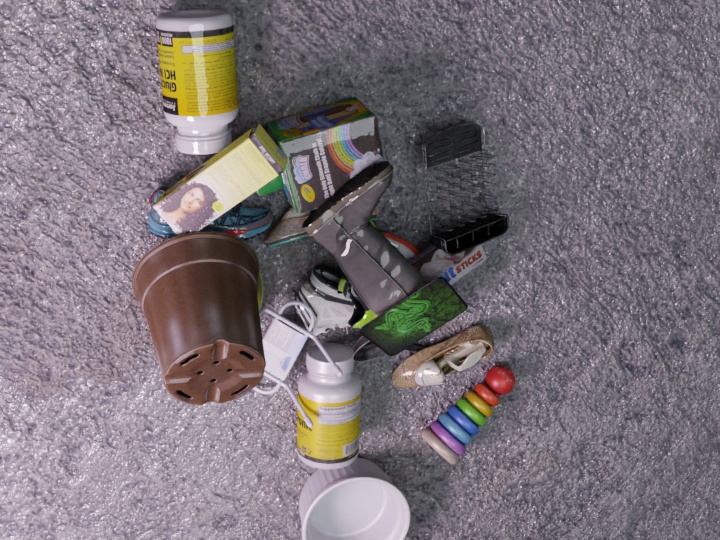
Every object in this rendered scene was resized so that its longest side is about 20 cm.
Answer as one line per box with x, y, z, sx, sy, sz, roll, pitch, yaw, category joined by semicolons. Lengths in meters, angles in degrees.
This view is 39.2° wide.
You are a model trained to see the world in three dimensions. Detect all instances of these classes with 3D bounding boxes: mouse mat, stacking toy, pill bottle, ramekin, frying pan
0.090;0.079;1.649;0.161;0.008;0.200;-33;155;7;mouse mat
0.207;0.256;1.856;0.200;0.085;0.085;-47;115;-1;stacking toy
-0.239;-0.280;1.499;0.112;0.112;0.200;-6;112;-13;pill bottle
-0.018;0.440;1.849;0.200;0.098;0.201;-5;112;-14;ramekin
-0.054;0.232;1.751;0.111;0.111;0.200;-2;111;-14;pill bottle
0.064;0.113;1.725;0.190;0.031;0.115;-10;154;-41;frying pan

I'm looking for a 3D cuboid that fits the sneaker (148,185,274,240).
-0.232;-0.097;1.592;0.200;0.079;0.096;-1;109;-15;sneaker

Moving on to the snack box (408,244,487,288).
0.132;-0.006;1.695;0.200;0.024;0.072;-33;106;-35;snack box

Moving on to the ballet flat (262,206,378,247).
-0.070;-0.092;1.654;0.200;0.068;0.067;-15;95;-15;ballet flat

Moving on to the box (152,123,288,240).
-0.208;-0.129;1.502;0.200;0.050;0.075;-34;110;18;box

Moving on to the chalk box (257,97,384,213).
-0.073;-0.175;1.580;0.200;0.124;0.125;-16;115;-7;chalk box

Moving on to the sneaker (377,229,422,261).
0.065;0.015;1.700;0.201;0.067;0.108;29;68;-26;sneaker

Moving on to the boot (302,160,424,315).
0.032;-0.046;1.550;0.182;0.073;0.200;-37;108;18;boot

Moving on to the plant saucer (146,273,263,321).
-0.261;0.034;1.661;0.200;0.031;0.200;-5;112;-13;plant saucer

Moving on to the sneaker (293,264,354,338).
-0.027;0.073;1.731;0.200;0.076;0.115;26;119;-26;sneaker

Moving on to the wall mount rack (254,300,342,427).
-0.120;0.158;1.685;0.174;0.075;0.200;30;117;3;wall mount rack

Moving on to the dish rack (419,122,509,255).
0.169;-0.140;1.666;0.153;0.055;0.200;-22;115;-36;dish rack

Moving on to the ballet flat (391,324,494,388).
0.150;0.163;1.802;0.200;0.065;0.071;-31;125;0;ballet flat

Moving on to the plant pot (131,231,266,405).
-0.232;0.081;1.524;0.200;0.198;0.200;-12;140;-10;plant pot

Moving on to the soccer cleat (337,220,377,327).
0.000;0.000;1.628;0.081;0.068;0.200;-17;110;-20;soccer cleat
